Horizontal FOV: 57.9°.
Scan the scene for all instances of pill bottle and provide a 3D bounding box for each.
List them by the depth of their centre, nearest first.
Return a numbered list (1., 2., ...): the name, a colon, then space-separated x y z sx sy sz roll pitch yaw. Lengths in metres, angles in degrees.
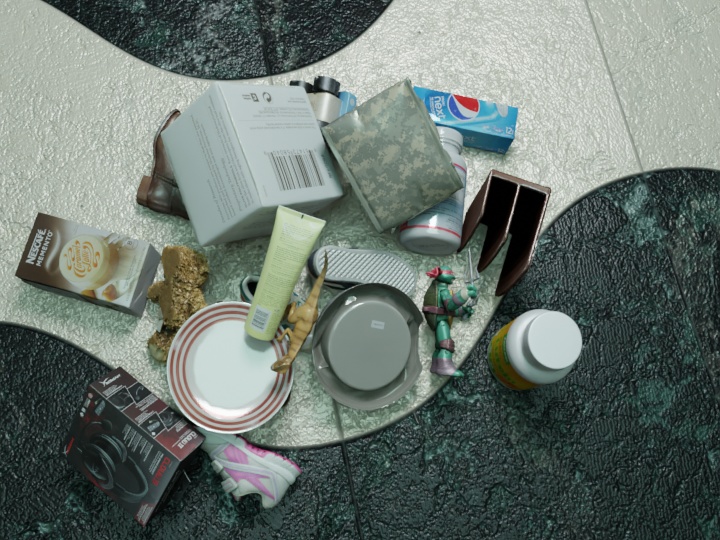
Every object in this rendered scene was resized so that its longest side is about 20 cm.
1. pill bottle: 0.274 0.125 1.028 0.108 0.200 0.114 1 75 -2
2. pill bottle: 0.130 -0.138 1.134 0.106 0.109 0.206 8 75 -1

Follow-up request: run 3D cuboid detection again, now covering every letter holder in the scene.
1. letter holder: 0.221 -0.049 1.069 0.098 0.200 0.146 17 76 2

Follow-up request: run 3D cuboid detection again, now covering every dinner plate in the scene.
1. dinner plate: -0.200 0.150 1.014 0.194 0.024 0.206 4 71 -10

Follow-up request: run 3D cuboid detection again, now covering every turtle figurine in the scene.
1. turtle figurine: 0.149 0.069 1.072 0.098 0.150 0.206 5 85 15

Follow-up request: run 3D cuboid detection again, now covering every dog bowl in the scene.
1. dog bowl: 0.010 0.118 1.058 0.195 0.059 0.206 -2 97 -17

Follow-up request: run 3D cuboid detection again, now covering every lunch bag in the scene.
1. lunch bag: 0.056 -0.179 1.048 0.161 0.118 0.203 -27 99 11

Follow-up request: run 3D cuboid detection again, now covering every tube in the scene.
1. tube: -0.120 0.007 0.982 0.051 0.058 0.204 30 109 25

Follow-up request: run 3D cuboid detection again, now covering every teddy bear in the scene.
1. teddy bear: -0.296 0.063 1.074 0.142 0.066 0.206 -12 77 38

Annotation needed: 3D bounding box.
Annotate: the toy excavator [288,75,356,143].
1. toy excavator: -0.017 -0.263 1.166 0.191 0.198 0.103 9 87 40

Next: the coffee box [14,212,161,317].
1. coffee box: -0.452 -0.008 1.090 0.195 0.080 0.117 14 75 1

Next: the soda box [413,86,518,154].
1. soda box: 0.183 -0.274 1.190 0.194 0.068 0.066 11 76 0

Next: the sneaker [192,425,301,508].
1. sneaker: -0.196 0.308 1.024 0.196 0.082 0.090 25 75 4

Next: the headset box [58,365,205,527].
1. headset box: -0.341 0.274 0.994 0.198 0.077 0.150 37 113 7

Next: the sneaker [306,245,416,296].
1. sneaker: 0.000 0.000 1.117 0.196 0.079 0.081 16 80 -24

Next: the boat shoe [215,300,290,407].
1. boat shoe: -0.184 0.139 1.072 0.070 0.070 0.201 -36 82 -11

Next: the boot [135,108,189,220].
1. boot: -0.273 -0.167 1.145 0.195 0.064 0.191 19 89 6

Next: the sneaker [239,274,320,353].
1. sneaker: -0.120 0.072 1.078 0.197 0.094 0.071 33 77 6

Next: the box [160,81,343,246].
1. box: -0.172 -0.170 1.044 0.197 0.169 0.204 -17 83 -51

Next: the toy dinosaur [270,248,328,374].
1. toy dinosaur: -0.080 0.063 1.001 0.059 0.106 0.205 20 94 -21
